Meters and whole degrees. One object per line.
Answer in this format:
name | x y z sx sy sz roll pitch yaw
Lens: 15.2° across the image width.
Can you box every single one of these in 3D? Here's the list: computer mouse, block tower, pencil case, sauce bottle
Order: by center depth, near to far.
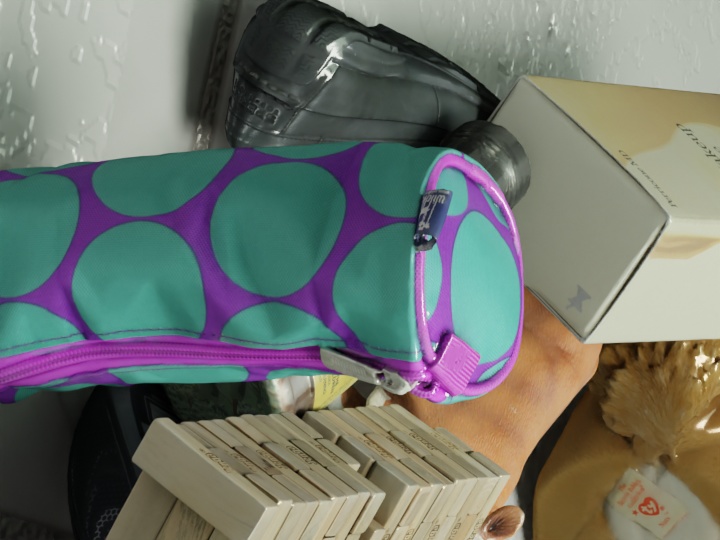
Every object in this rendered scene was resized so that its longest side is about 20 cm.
pencil case | -0.049 0.004 0.935 0.085 0.199 0.093 63 34 -45
block tower | -0.018 0.087 0.973 0.058 0.054 0.200 -61 156 11
computer mouse | -0.072 0.112 0.991 0.138 0.053 0.200 36 26 -33
sauce bottle | 0.000 0.000 1.064 0.200 0.064 0.065 -40 126 -46

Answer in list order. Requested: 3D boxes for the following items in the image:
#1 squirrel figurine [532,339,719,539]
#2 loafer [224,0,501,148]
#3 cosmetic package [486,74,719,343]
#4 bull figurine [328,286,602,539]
squirrel figurine | 0.173 0.052 1.359 0.187 0.141 0.201 -53 138 -50
loafer | 0.002 -0.067 1.144 0.071 0.068 0.200 -60 154 9
cosmetic package | 0.139 -0.026 1.205 0.200 0.105 0.071 -1 131 -54
bull figurine | 0.038 0.055 1.166 0.122 0.065 0.200 50 40 -8
